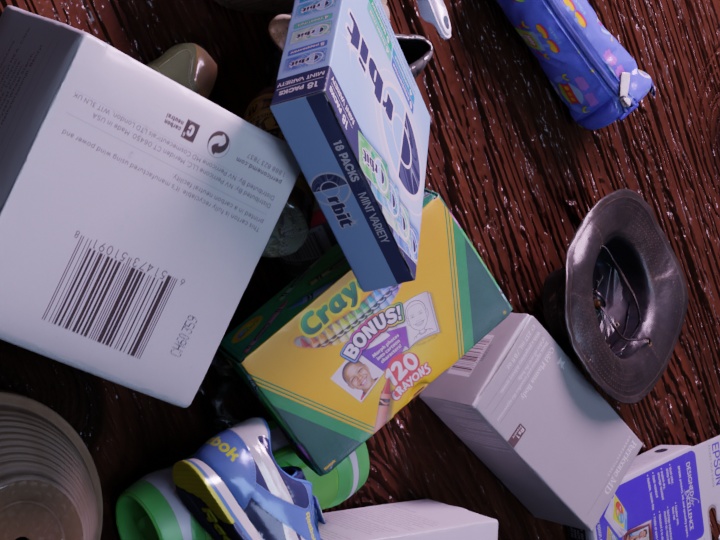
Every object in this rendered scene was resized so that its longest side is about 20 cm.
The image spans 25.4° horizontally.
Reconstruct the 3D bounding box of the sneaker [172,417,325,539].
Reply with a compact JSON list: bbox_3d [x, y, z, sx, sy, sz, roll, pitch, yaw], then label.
[{"bbox_3d":[-0.055,0.198,1.195,0.082,0.074,0.201,-45,115,-30],"label":"sneaker"}]

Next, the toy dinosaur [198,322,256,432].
[{"bbox_3d":[-0.110,0.071,1.264,0.200,0.047,0.089,37,51,-31],"label":"toy dinosaur"}]

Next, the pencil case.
[{"bbox_3d":[0.189,-0.214,1.447,0.078,0.087,0.200,-42,119,-2],"label":"pencil case"}]

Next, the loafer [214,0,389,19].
[{"bbox_3d":[-0.054,-0.240,1.267,0.199,0.075,0.069,9,78,-51],"label":"loafer"}]

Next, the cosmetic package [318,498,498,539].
[{"bbox_3d":[0.009,0.244,1.338,0.199,0.101,0.072,-2,96,-37],"label":"cosmetic package"}]

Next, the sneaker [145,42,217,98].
[{"bbox_3d":[-0.190,-0.109,1.172,0.201,0.067,0.090,-54,128,-17],"label":"sneaker"}]

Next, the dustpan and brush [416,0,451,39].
[{"bbox_3d":[0.023,-0.266,1.264,0.139,0.057,0.201,1,70,-55],"label":"dustpan and brush"}]

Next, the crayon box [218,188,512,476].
[{"bbox_3d":[0.005,0.044,1.219,0.200,0.058,0.119,-40,114,-12],"label":"crayon box"}]

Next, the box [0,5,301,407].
[{"bbox_3d":[-0.178,-0.041,1.078,0.198,0.130,0.201,26,89,-40],"label":"box"}]

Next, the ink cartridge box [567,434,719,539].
[{"bbox_3d":[0.295,0.282,1.597,0.199,0.043,0.200,-16,104,-33],"label":"ink cartridge box"}]

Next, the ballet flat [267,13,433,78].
[{"bbox_3d":[-0.010,-0.182,1.277,0.200,0.057,0.067,-2,58,-60],"label":"ballet flat"}]

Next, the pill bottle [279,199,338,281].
[{"bbox_3d":[0.000,0.000,1.303,0.111,0.110,0.201,-39,116,-28],"label":"pill bottle"}]

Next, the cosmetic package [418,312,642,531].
[{"bbox_3d":[0.157,0.137,1.452,0.200,0.090,0.107,44,69,-28],"label":"cosmetic package"}]

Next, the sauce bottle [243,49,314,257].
[{"bbox_3d":[-0.062,-0.097,1.223,0.065,0.064,0.201,45,29,-31],"label":"sauce bottle"}]

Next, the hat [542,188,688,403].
[{"bbox_3d":[0.222,0.028,1.489,0.200,0.081,0.202,11,75,-45],"label":"hat"}]

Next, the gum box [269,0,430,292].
[{"bbox_3d":[-0.002,-0.114,1.152,0.201,0.044,0.170,-83,154,-49],"label":"gum box"}]

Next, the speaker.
[{"bbox_3d":[-0.091,0.174,1.264,0.199,0.088,0.089,-20,106,-35],"label":"speaker"}]

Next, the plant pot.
[{"bbox_3d":[-0.260,0.187,1.131,0.200,0.092,0.203,-3,95,-38],"label":"plant pot"}]
